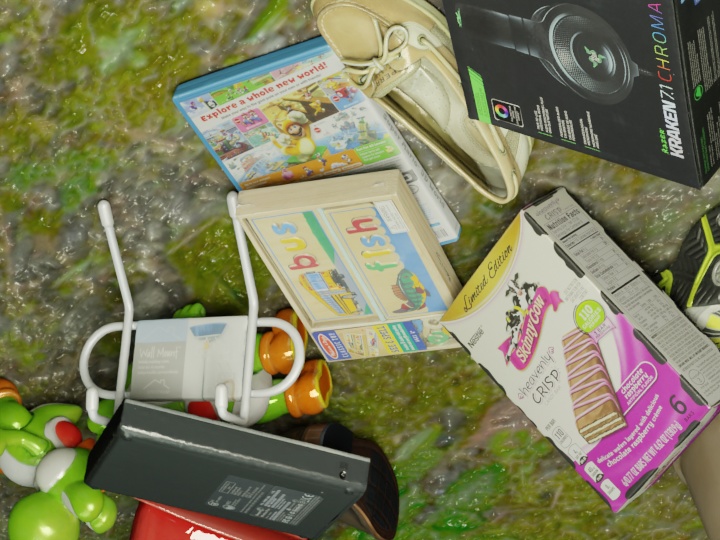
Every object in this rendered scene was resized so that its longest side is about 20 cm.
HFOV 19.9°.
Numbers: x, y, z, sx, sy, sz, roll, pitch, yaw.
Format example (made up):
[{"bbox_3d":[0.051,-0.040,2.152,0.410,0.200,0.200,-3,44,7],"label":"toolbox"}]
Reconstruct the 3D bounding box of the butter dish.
[{"bbox_3d":[-0.134,0.272,1.786,0.198,0.149,0.200,22,176,-5],"label":"butter dish"}]

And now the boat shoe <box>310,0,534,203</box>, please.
[{"bbox_3d":[0.043,-0.127,1.439,0.073,0.063,0.200,-28,121,36],"label":"boat shoe"}]

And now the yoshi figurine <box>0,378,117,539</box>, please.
[{"bbox_3d":[-0.283,0.180,1.748,0.112,0.200,0.113,2,111,-36],"label":"yoshi figurine"}]

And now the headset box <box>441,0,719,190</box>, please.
[{"bbox_3d":[0.145,-0.168,1.305,0.199,0.093,0.175,21,144,34],"label":"headset box"}]

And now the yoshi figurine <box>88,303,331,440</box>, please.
[{"bbox_3d":[-0.128,0.091,1.697,0.198,0.114,0.112,-17,166,14],"label":"yoshi figurine"}]

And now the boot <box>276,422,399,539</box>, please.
[{"bbox_3d":[-0.036,0.179,1.749,0.096,0.075,0.200,-3,152,22],"label":"boot"}]

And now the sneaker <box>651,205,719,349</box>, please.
[{"bbox_3d":[0.270,0.012,1.519,0.076,0.076,0.200,15,143,-28],"label":"sneaker"}]

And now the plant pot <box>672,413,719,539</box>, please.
[{"bbox_3d":[0.335,0.176,1.545,0.198,0.175,0.201,-1,146,-1],"label":"plant pot"}]

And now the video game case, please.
[{"bbox_3d":[-0.031,-0.080,1.542,0.142,0.018,0.201,-14,129,29],"label":"video game case"}]

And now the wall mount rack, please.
[{"bbox_3d":[-0.144,0.035,1.613,0.198,0.176,0.075,-3,164,21],"label":"wall mount rack"}]

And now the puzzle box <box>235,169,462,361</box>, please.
[{"bbox_3d":[0.000,0.000,1.580,0.132,0.026,0.200,-7,142,21],"label":"puzzle box"}]

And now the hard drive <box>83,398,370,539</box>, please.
[{"bbox_3d":[-0.108,0.158,1.611,0.198,0.033,0.140,15,153,-14],"label":"hard drive"}]

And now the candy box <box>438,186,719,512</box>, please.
[{"bbox_3d":[0.168,0.058,1.517,0.200,0.061,0.137,47,132,15],"label":"candy box"}]
